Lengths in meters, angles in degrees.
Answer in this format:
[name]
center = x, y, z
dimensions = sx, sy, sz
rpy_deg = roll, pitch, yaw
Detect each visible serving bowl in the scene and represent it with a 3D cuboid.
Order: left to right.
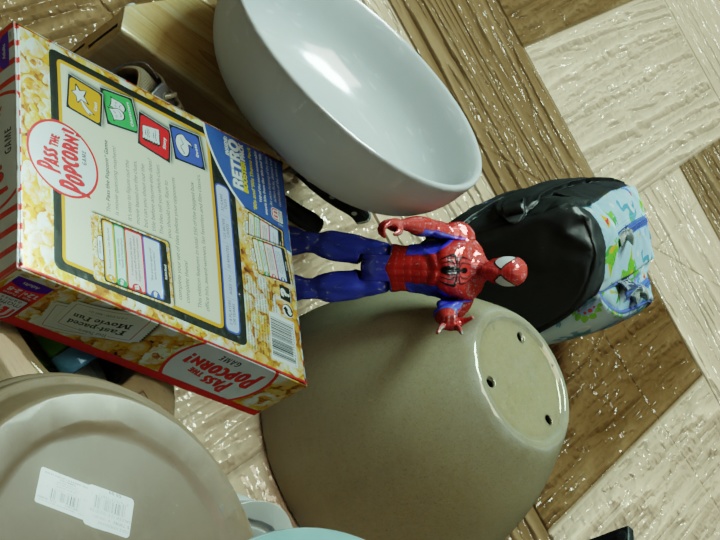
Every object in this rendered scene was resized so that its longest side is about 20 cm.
[serving bowl]
center = -0.018, -0.104, 1.030
dimensions = 0.200, 0.066, 0.201
rpy_deg = 35, 26, -19

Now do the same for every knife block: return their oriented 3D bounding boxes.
[knife block]
center = -0.078, -0.091, 1.077
dimensions = 0.200, 0.064, 0.176
rpy_deg = -22, 84, -54

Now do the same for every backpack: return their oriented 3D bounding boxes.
[backpack]
center = 0.141, -0.007, 1.226
dimensions = 0.154, 0.162, 0.200
rpy_deg = 63, 28, -12

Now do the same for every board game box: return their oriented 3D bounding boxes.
[board game box]
center = -0.117, -0.024, 0.880
dimensions = 0.199, 0.046, 0.152
rpy_deg = 27, 45, -42

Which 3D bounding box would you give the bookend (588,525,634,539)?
[bookend]
center = 0.204, 0.317, 1.126
dimensions = 0.200, 0.092, 0.200
rpy_deg = 39, 42, -29

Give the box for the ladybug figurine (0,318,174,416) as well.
[ladybug figurine]
center = -0.174, 0.031, 0.873
dimensions = 0.201, 0.072, 0.136
rpy_deg = 60, 35, 0

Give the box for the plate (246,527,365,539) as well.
[plate]
center = -0.007, 0.212, 0.748
dimensions = 0.199, 0.026, 0.201
rpy_deg = 18, 58, -31

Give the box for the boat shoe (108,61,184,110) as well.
[boat shoe]
center = -0.133, -0.083, 0.975
dimensions = 0.199, 0.074, 0.074
rpy_deg = 12, 17, -46

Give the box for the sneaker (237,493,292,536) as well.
[sneaker]
center = -0.136, 0.145, 0.854
dimensions = 0.199, 0.080, 0.077
rpy_deg = 6, 95, -29

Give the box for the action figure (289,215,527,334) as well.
[action figure]
center = 0.000, 0.000, 0.984
dimensions = 0.099, 0.198, 0.066
rpy_deg = -33, 124, -84

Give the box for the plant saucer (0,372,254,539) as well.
[plant saucer]
center = -0.117, 0.139, 0.728
dimensions = 0.199, 0.029, 0.201
rpy_deg = 20, 58, -36

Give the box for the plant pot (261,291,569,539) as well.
[plant pot]
center = 0.053, 0.092, 1.057
dimensions = 0.200, 0.134, 0.201
rpy_deg = 29, 47, -35
